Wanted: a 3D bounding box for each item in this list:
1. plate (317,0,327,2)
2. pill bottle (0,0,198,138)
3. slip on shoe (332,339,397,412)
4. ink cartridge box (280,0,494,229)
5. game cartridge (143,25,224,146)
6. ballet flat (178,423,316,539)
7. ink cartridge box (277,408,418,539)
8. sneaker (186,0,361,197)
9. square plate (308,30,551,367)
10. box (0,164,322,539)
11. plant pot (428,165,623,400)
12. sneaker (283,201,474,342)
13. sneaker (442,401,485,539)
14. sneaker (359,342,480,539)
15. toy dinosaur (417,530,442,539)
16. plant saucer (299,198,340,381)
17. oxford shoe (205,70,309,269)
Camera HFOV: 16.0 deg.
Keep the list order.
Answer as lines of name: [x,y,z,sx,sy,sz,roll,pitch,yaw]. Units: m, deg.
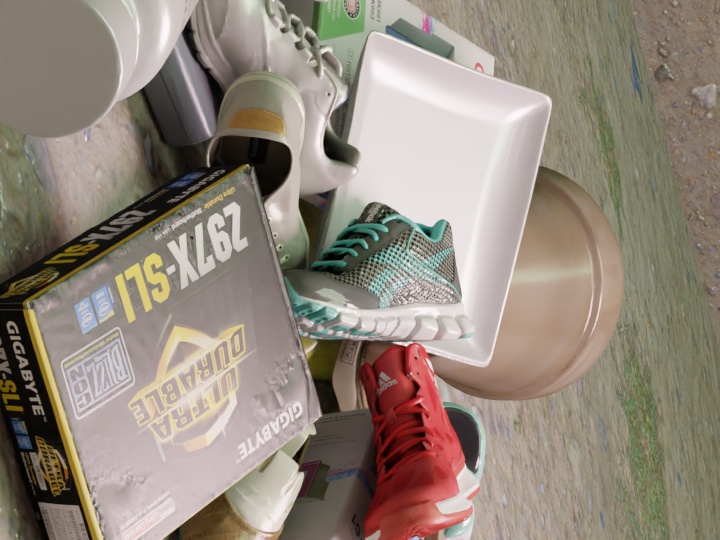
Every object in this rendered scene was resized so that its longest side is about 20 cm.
plate: [-0.092,-0.289,1.717,0.200,0.032,0.200,55,12,-30]
pill bottle: [-0.148,-0.154,1.389,0.200,0.114,0.115,-72,149,-60]
slip on shoe: [0.022,0.095,1.893,0.200,0.060,0.076,83,25,-62]
ink cartridge box: [0.003,-0.117,1.819,0.200,0.087,0.146,29,58,-45]
game cartridge: [-0.113,-0.180,1.694,0.200,0.041,0.133,-82,161,-49]
ballet flat: [-0.062,0.127,1.603,0.068,0.072,0.200,43,24,-9]
ink cartridge box: [-0.022,0.202,1.702,0.200,0.084,0.145,-63,141,-63]
sneaker: [-0.055,-0.136,1.649,0.075,0.087,0.200,-71,147,-57]
square plate: [0.042,-0.047,1.764,0.198,0.028,0.201,15,87,-45]
box: [-0.112,0.051,1.392,0.200,0.049,0.160,-35,115,-48]
plant pot: [0.089,0.011,2.081,0.173,0.199,0.201,-2,83,-59]
sneaker: [0.000,0.000,1.667,0.200,0.077,0.092,4,83,-56]
sneaker: [0.045,0.206,1.975,0.140,0.078,0.201,125,-16,-78]
sneaker: [0.022,0.113,1.660,0.200,0.078,0.116,-29,97,-85]
toy dinosaur: [0.045,0.210,1.708,0.106,0.060,0.201,107,-9,-61]
plant saucer: [-0.022,-0.020,1.908,0.200,0.048,0.200,18,64,-73]
oxford shoe: [-0.070,-0.033,1.637,0.058,0.075,0.200,-78,175,-50]
